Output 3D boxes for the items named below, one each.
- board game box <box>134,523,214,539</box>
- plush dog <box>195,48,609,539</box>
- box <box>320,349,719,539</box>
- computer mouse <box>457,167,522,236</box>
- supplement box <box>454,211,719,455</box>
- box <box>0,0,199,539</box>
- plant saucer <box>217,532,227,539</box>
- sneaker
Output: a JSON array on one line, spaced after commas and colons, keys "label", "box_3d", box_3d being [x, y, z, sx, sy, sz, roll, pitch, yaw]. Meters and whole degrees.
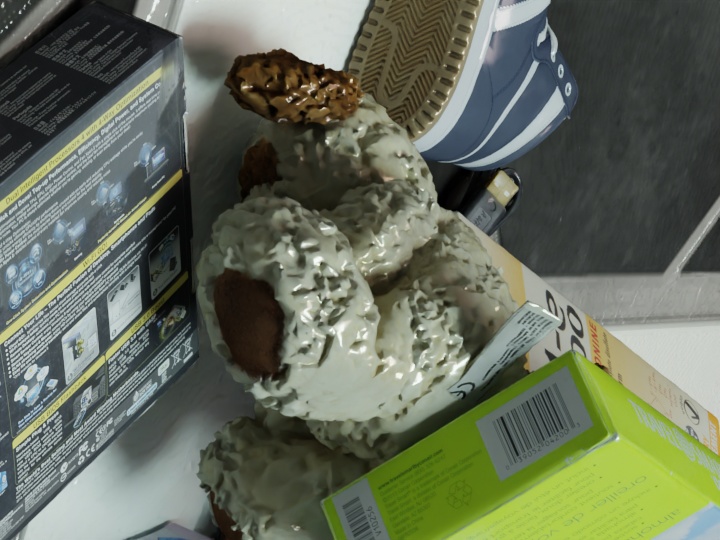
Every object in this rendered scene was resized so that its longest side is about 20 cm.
[{"label": "board game box", "box_3d": [-0.053, 0.173, 1.150, 0.199, 0.199, 0.044, -17, 123, -57]}, {"label": "plush dog", "box_3d": [0.000, 0.000, 1.169, 0.159, 0.172, 0.201, -14, 146, -12]}, {"label": "box", "box_3d": [0.085, 0.107, 1.171, 0.122, 0.048, 0.200, -32, 149, 15]}, {"label": "computer mouse", "box_3d": [0.063, 0.037, 1.452, 0.110, 0.044, 0.200, -60, 148, -25]}, {"label": "supplement box", "box_3d": [0.081, 0.083, 1.301, 0.200, 0.073, 0.127, 36, 38, -35]}, {"label": "box", "box_3d": [-0.134, 0.021, 1.052, 0.200, 0.049, 0.162, -45, 148, -39]}, {"label": "plant saucer", "box_3d": [-0.021, 0.141, 1.376, 0.200, 0.034, 0.201, -41, 143, -42]}, {"label": "sneaker", "box_3d": [0.071, -0.136, 1.295, 0.108, 0.070, 0.201, 23, 96, -59]}]
